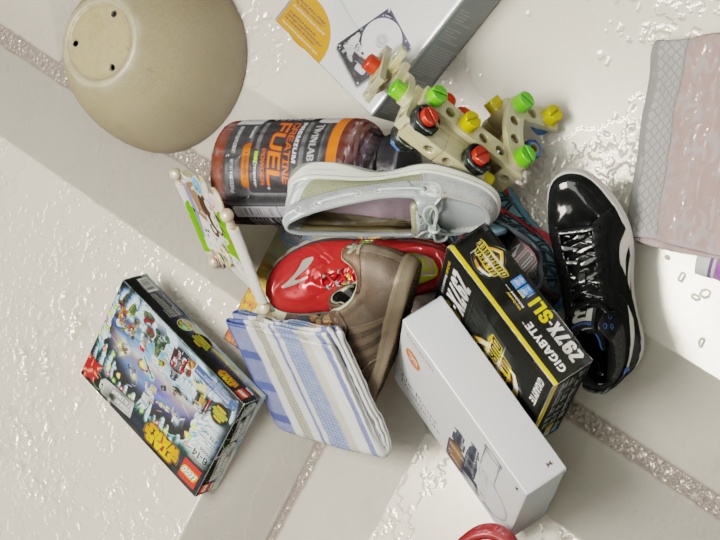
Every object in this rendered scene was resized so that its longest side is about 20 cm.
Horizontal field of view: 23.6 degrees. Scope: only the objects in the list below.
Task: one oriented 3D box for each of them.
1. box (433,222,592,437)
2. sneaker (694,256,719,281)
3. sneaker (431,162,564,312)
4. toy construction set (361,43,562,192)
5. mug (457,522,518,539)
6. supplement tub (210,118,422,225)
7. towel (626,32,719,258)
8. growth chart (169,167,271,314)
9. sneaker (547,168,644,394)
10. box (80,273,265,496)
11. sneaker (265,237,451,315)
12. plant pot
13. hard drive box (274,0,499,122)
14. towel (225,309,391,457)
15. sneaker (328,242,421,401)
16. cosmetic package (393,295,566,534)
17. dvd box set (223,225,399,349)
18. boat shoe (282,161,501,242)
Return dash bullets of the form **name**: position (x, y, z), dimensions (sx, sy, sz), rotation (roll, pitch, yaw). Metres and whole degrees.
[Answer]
- **box**: position (0.133, 0.065, 1.586), dimensions (0.049, 0.200, 0.160), rotation (-31, 73, -14)
- **sneaker**: position (0.379, -0.081, 1.546), dimensions (0.113, 0.073, 0.202), rotation (14, 98, 17)
- **sneaker**: position (0.124, -0.042, 1.650), dimensions (0.200, 0.095, 0.080), rotation (41, 104, 22)
- **toy construction set**: position (0.089, -0.145, 1.623), dimensions (0.199, 0.132, 0.092), rotation (26, 143, -5)
- **mug**: position (0.137, 0.348, 1.617), dimensions (0.200, 0.133, 0.178), rotation (-43, 53, 23)
- **supplement tub**: position (-0.041, -0.097, 1.694), dimensions (0.198, 0.107, 0.108), rotation (1, 87, 25)
- **towel**: position (0.304, -0.114, 1.536), dimensions (0.191, 0.032, 0.202), rotation (-166, 86, -68)
- **growth chart**: position (-0.142, -0.037, 1.726), dimensions (0.018, 0.200, 0.146), rotation (-29, 117, -12)
- **sneaker**: position (0.210, 0.013, 1.564), dimensions (0.072, 0.112, 0.202), rotation (-13, 101, 23)
- **box**: position (-0.201, 0.120, 1.817), dimensions (0.200, 0.040, 0.138), rotation (43, 123, 23)
- **sneaker**: position (0.000, 0.000, 1.675), dimensions (0.198, 0.085, 0.078), rotation (-11, 94, 6)
- **plant pot**: position (-0.238, -0.232, 1.823), dimensions (0.199, 0.134, 0.203), rotation (-2, 86, 26)
- **hard drive box**: position (0.037, -0.275, 1.718), dimensions (0.156, 0.077, 0.200), rotation (45, 106, 21)
- **towel**: position (-0.051, 0.108, 1.692), dimensions (0.199, 0.024, 0.148), rotation (6, 125, 56)
- **sneaker**: position (0.005, 0.048, 1.636), dimensions (0.075, 0.071, 0.201), rotation (23, 133, 7)
- **cosmetic package**: position (0.108, 0.141, 1.619), dimensions (0.051, 0.151, 0.201), rotation (-30, 70, -17)
- **dvd box set**: position (-0.039, 0.020, 1.765), dimensions (0.146, 0.029, 0.201), rotation (33, 101, 23)
- **boat shoe**: position (0.029, -0.055, 1.589), dimensions (0.200, 0.075, 0.065), rotation (6, 52, 3)
